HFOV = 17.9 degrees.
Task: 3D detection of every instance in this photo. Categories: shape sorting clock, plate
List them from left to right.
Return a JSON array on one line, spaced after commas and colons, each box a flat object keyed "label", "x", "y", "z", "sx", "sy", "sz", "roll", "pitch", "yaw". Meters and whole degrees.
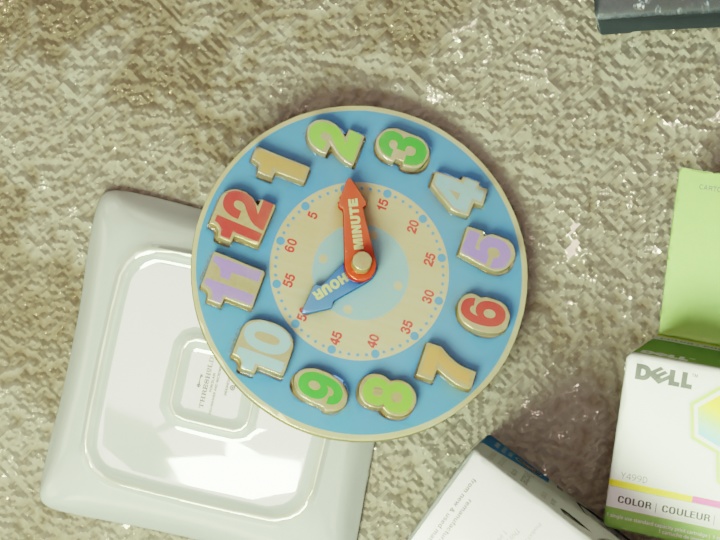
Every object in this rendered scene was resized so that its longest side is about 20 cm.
[{"label": "plate", "x": -0.084, "y": 0.068, "z": 1.375, "sx": 0.199, "sy": 0.032, "sz": 0.201, "roll": 12, "pitch": 92, "yaw": 6}, {"label": "shape sorting clock", "x": 0.000, "y": 0.000, "z": 1.334, "sx": 0.199, "sy": 0.039, "sz": 0.201, "roll": 1, "pitch": 76, "yaw": -3}]

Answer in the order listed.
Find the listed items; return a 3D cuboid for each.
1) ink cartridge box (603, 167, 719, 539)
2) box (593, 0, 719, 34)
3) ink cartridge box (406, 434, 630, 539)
[{"label": "ink cartridge box", "x": 0.226, "y": 0.054, "z": 1.285, "sx": 0.147, "sy": 0.076, "sz": 0.201, "roll": 10, "pitch": 101, "yaw": 18}, {"label": "box", "x": 0.225, "y": -0.240, "z": 1.288, "sx": 0.195, "sy": 0.117, "sz": 0.201, "roll": -3, "pitch": 92, "yaw": 7}, {"label": "ink cartridge box", "x": 0.124, "y": 0.188, "z": 1.290, "sx": 0.200, "sy": 0.146, "sz": 0.086, "roll": 35, "pitch": 93, "yaw": 5}]
